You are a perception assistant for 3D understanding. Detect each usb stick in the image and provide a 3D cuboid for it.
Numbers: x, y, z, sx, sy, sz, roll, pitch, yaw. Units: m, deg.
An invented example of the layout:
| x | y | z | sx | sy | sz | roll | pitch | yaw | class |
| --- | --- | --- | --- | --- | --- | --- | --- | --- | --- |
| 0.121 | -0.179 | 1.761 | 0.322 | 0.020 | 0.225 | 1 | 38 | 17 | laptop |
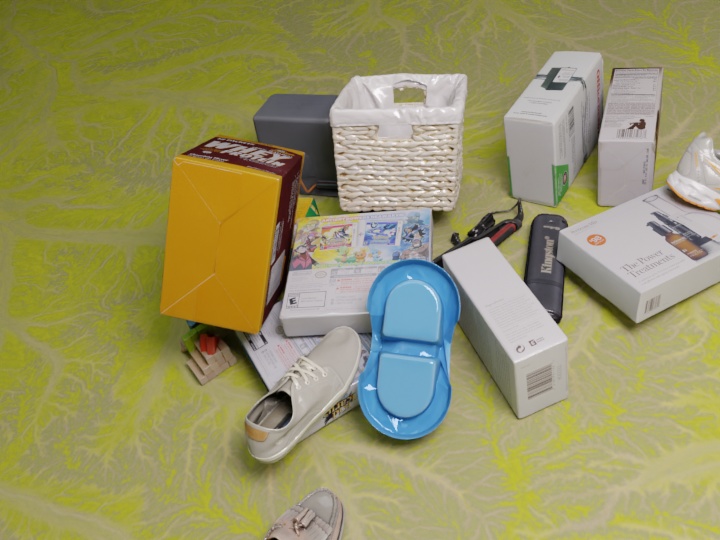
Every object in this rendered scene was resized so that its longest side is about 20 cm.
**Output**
| x | y | z | sx | sy | sz | roll | pitch | yaw | class |
| --- | --- | --- | --- | --- | --- | --- | --- | --- | --- |
| 0.250 | -0.004 | 0.995 | 0.054 | 0.033 | 0.203 | 1 | 44 | 18 | usb stick |

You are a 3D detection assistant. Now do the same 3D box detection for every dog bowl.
| x | y | z | sx | sy | sz | roll | pitch | yaw | class |
| --- | --- | --- | --- | --- | --- | --- | --- | --- | --- |
| 0.058 | 0.092 | 0.865 | 0.108 | 0.050 | 0.206 | 6 | 83 | 8 | dog bowl |

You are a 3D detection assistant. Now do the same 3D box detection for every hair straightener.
| x | y | z | sx | sy | sz | roll | pitch | yaw | class |
| --- | --- | --- | --- | --- | --- | --- | --- | --- | --- |
| 0.165 | -0.051 | 1.067 | 0.076 | 0.042 | 0.199 | 27 | 57 | 38 | hair straightener |

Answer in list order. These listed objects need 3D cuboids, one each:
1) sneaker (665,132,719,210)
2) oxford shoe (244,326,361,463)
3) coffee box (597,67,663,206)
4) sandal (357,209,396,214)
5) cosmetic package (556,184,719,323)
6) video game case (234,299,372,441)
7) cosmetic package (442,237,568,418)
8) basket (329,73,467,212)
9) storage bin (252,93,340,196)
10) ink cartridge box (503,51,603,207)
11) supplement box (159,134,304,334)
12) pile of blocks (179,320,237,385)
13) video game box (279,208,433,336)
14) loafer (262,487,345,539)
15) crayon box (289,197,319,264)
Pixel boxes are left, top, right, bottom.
| x | y | z | sx | sy | sz | roll | pitch | yaw | class |
| --- | --- | --- | --- | --- | --- | --- | --- | --- | --- |
| 0.503 | -0.109 | 0.941 | 0.196 | 0.094 | 0.076 | 24 | 26 | 9 | sneaker |
| -0.064 | 0.134 | 0.862 | 0.074 | 0.059 | 0.200 | 16 | 50 | 35 | oxford shoe |
| 0.404 | -0.203 | 1.100 | 0.078 | 0.115 | 0.202 | 5 | 44 | 22 | coffee box |
| 0.043 | -0.023 | 1.071 | 0.080 | 0.055 | 0.202 | -15 | 48 | -14 | sandal |
| 0.377 | -0.029 | 0.947 | 0.196 | 0.053 | 0.151 | -22 | 39 | -19 | cosmetic package |
| -0.050 | 0.102 | 0.969 | 0.178 | 0.046 | 0.200 | -30 | 43 | -12 | video game case |
| 0.173 | 0.064 | 0.894 | 0.070 | 0.103 | 0.202 | -21 | 42 | -7 | cosmetic package |
| 0.065 | -0.198 | 1.125 | 0.192 | 0.165 | 0.201 | 1 | 27 | 11 | basket |
| -0.095 | -0.219 | 1.267 | 0.195 | 0.136 | 0.147 | 7 | 45 | 26 | storage bin |
| 0.301 | -0.222 | 1.130 | 0.081 | 0.149 | 0.201 | 15 | 49 | 33 | ink cartridge box |
| -0.164 | -0.057 | 0.978 | 0.129 | 0.203 | 0.201 | 11 | 18 | 2 | supplement box |
| -0.228 | 0.066 | 1.055 | 0.080 | 0.063 | 0.202 | -16 | 41 | 0 | pile of blocks |
| 0.000 | 0.000 | 0.984 | 0.194 | 0.047 | 0.186 | -3 | 49 | 11 | video game box |
| -0.081 | 0.302 | 0.747 | 0.070 | 0.064 | 0.201 | 16 | 50 | 31 | loafer |
| -0.171 | -0.055 | 1.170 | 0.194 | 0.059 | 0.120 | 0 | 43 | 18 | crayon box |
